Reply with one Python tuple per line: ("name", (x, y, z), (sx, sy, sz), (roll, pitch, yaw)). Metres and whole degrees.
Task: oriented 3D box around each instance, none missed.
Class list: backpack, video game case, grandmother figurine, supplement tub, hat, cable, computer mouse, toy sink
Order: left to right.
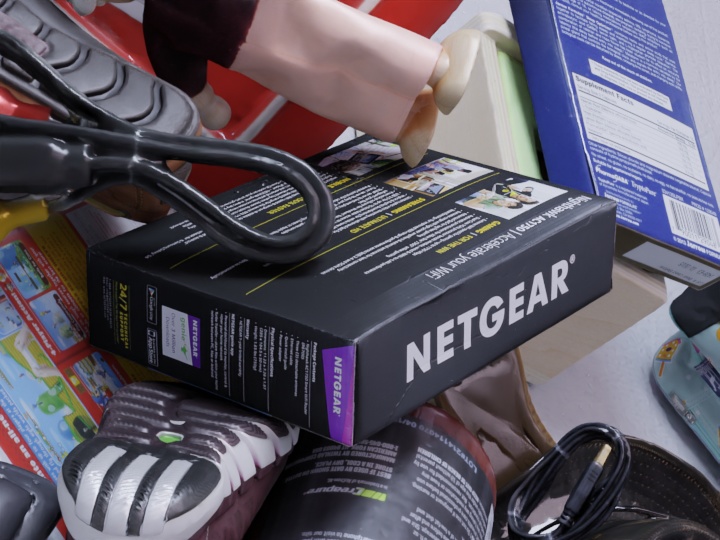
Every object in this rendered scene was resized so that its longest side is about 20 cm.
("cable", (-0.109, -0.048, 0.759), (0.199, 0.050, 0.098), (4, 80, -5))
("video game case", (-0.109, 0.038, 0.812), (0.143, 0.017, 0.200), (55, 33, 2))
("grandmother figurine", (-0.053, -0.113, 0.833), (0.199, 0.122, 0.061), (24, 32, -13))
("supplement tub", (-0.008, 0.149, 0.756), (0.107, 0.107, 0.200), (41, 36, -17))
("toy sink", (0.083, -0.061, 1.050), (0.130, 0.112, 0.201), (27, 41, -34))
("computer mouse", (0.066, 0.156, 0.805), (0.034, 0.058, 0.201), (44, 67, -57))
("hat", (0.128, 0.173, 0.847), (0.199, 0.081, 0.202), (4, 81, -24))
("backpack", (0.296, 0.068, 1.152), (0.200, 0.153, 0.176), (48, 35, 11))

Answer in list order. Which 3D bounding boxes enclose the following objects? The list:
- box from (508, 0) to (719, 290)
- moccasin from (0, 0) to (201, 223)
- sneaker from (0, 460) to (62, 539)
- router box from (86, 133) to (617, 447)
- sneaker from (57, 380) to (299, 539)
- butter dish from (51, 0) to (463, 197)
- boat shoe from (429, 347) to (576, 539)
("box", (0.141, -0.095, 1.021), (0.121, 0.032, 0.201), (19, 53, -41))
("moccasin", (-0.162, -0.091, 0.816), (0.201, 0.078, 0.074), (30, 50, 0))
("sneaker", (-0.172, 0.057, 0.673), (0.113, 0.075, 0.201), (22, 50, -39))
("router box", (0.000, 0.000, 0.813), (0.200, 0.149, 0.051), (-26, 125, -46))
("sneaker", (-0.080, 0.114, 0.722), (0.075, 0.116, 0.200), (11, 9, 10))
("butter dish", (-0.075, -0.161, 0.920), (0.199, 0.200, 0.148), (39, 13, -20))
("boat shoe", (0.056, 0.098, 0.908), (0.072, 0.065, 0.201), (-17, 89, -27))
